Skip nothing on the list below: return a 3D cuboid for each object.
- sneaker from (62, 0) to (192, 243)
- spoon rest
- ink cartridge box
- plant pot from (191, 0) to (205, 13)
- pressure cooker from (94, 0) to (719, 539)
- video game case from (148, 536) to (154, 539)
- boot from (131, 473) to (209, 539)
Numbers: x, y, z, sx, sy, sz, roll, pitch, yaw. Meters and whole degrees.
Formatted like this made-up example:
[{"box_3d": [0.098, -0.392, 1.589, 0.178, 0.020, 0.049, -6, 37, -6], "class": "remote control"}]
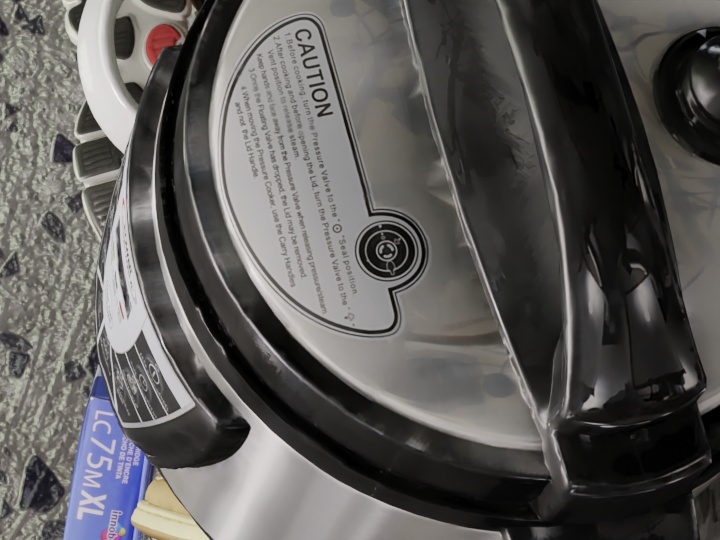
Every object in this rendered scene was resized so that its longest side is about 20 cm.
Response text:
[{"box_3d": [-0.098, -0.068, 1.134, 0.084, 0.080, 0.200, 79, -179, -49], "class": "sneaker"}, {"box_3d": [-0.091, -0.147, 1.055, 0.099, 0.061, 0.200, -27, 51, 55], "class": "spoon rest"}, {"box_3d": [-0.117, 0.090, 1.108, 0.200, 0.042, 0.120, -98, 19, -69], "class": "ink cartridge box"}, {"box_3d": [0.005, -0.142, 1.133, 0.198, 0.200, 0.201, -102, 23, -58], "class": "plant pot"}, {"box_3d": [0.029, -0.011, 0.580, 0.179, 0.176, 0.200, -55, -4, -22], "class": "pressure cooker"}, {"box_3d": [-0.020, 0.071, 1.104, 0.200, 0.024, 0.182, -38, 0, -9], "class": "video game case"}, {"box_3d": [0.003, 0.047, 0.882, 0.200, 0.073, 0.156, -3, 69, 44], "class": "boot"}]
